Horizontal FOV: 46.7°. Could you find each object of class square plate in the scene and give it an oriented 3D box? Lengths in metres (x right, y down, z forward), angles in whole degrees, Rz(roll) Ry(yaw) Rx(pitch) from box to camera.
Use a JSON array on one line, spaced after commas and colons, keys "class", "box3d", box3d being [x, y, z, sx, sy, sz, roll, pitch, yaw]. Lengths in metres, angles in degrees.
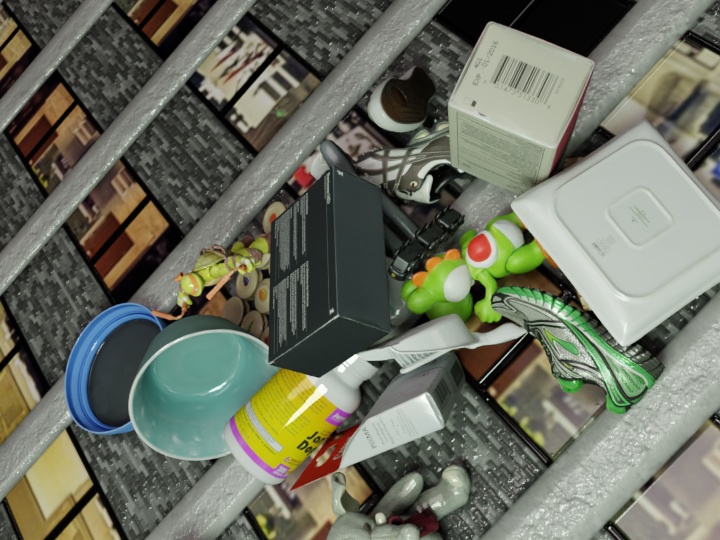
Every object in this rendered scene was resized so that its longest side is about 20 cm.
[{"class": "square plate", "box3d": [0.298, -0.051, 0.898, 0.197, 0.028, 0.200, -31, 71, -11]}]

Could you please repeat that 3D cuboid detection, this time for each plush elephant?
[{"class": "plush elephant", "box3d": [0.030, 0.297, 0.898, 0.199, 0.155, 0.166, -19, 61, 22]}]

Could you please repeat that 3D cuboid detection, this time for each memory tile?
[{"class": "memory tile", "box3d": [-0.120, 0.013, 1.151, 0.153, 0.017, 0.201, 33, 102, 46]}]

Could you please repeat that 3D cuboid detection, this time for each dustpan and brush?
[{"class": "dustpan and brush", "box3d": [0.104, 0.081, 0.957, 0.199, 0.140, 0.058, -22, 87, -17]}]

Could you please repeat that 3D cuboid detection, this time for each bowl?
[{"class": "bowl", "box3d": [-0.208, 0.139, 1.101, 0.201, 0.201, 0.105, -45, 33, 7]}, {"class": "bowl", "box3d": [-0.361, 0.150, 1.260, 0.199, 0.039, 0.202, -12, 65, 26]}]

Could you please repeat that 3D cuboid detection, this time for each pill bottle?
[{"class": "pill bottle", "box3d": [-0.070, 0.165, 1.044, 0.200, 0.104, 0.104, -45, 55, 7]}]

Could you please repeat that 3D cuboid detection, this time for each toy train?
[{"class": "toy train", "box3d": [0.081, -0.033, 1.008, 0.034, 0.200, 0.046, 35, 122, 10]}]

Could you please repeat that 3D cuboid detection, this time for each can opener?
[{"class": "can opener", "box3d": [0.013, -0.082, 1.074, 0.200, 0.066, 0.053, 45, 99, -2]}]

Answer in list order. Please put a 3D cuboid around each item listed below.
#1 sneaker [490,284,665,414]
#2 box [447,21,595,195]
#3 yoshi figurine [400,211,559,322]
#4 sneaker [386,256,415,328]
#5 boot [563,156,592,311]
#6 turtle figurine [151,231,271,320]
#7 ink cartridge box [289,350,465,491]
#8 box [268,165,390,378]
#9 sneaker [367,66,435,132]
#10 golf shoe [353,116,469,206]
[{"class": "sneaker", "box3d": [0.224, 0.082, 0.914, 0.200, 0.078, 0.085, 34, 93, 25]}, {"class": "box", "box3d": [0.181, -0.176, 0.965, 0.127, 0.200, 0.109, 25, 83, 11]}, {"class": "yoshi figurine", "box3d": [0.147, 0.004, 1.011, 0.199, 0.112, 0.112, -28, 98, 1]}, {"class": "sneaker", "box3d": [0.000, 0.000, 1.095, 0.200, 0.070, 0.080, 38, 94, 35]}, {"class": "boot", "box3d": [0.285, -0.048, 0.941, 0.107, 0.075, 0.201, -3, 60, 22]}, {"class": "turtle figurine", "box3d": [-0.188, -0.002, 1.097, 0.200, 0.161, 0.065, -28, 93, 43]}, {"class": "ink cartridge box", "box3d": [0.016, 0.169, 0.961, 0.199, 0.163, 0.057, -22, 95, 18]}, {"class": "box", "box3d": [-0.040, 0.003, 0.974, 0.141, 0.078, 0.201, -38, 44, 44]}, {"class": "sneaker", "box3d": [0.042, -0.211, 1.112, 0.084, 0.200, 0.073, -33, 97, 28]}, {"class": "golf shoe", "box3d": [0.054, -0.121, 1.109, 0.199, 0.078, 0.095, -29, 58, 18]}]
